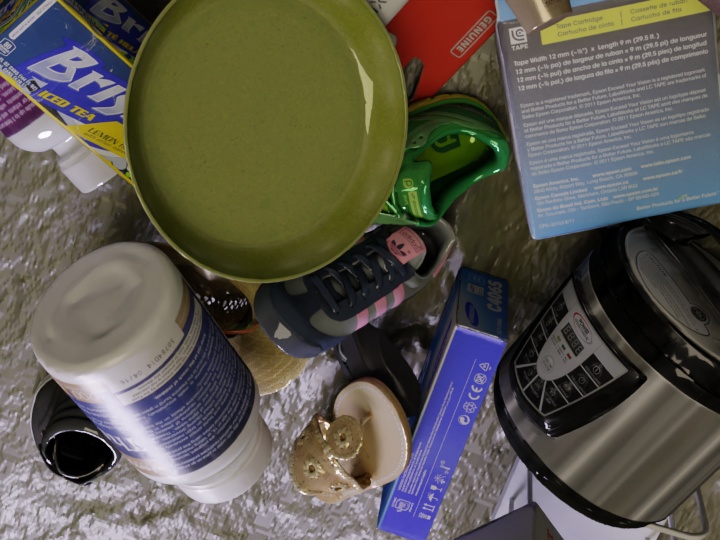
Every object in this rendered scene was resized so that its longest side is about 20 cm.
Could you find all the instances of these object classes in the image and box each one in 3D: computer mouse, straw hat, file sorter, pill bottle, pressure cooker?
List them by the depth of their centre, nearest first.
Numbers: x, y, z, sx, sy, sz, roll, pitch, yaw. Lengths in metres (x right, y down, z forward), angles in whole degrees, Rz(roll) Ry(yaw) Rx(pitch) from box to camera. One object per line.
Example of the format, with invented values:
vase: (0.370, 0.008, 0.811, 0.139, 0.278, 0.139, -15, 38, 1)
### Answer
pill bottle: (-0.228, -0.156, 0.863, 0.112, 0.113, 0.200, -31, 110, 20)
pill bottle: (-0.139, 0.082, 0.886, 0.110, 0.112, 0.201, -15, 137, 14)
pressure cooker: (0.212, 0.061, 0.892, 0.175, 0.179, 0.200, 37, 121, -1)
computer mouse: (-0.027, 0.037, 0.947, 0.200, 0.034, 0.059, 48, 155, 8)
straw hat: (-0.117, 0.008, 0.951, 0.199, 0.086, 0.202, 12, 145, 9)
file sorter: (0.182, 0.236, 1.017, 0.137, 0.125, 0.201, 17, 119, -2)

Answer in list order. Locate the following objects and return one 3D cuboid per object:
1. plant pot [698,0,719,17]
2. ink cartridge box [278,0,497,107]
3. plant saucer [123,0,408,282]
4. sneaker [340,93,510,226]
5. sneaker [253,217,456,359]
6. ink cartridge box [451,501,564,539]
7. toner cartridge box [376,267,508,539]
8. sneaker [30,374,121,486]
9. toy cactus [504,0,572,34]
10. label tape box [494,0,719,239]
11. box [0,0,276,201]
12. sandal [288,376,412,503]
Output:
plant pot: (0.277, -0.198, 0.731, 0.198, 0.187, 0.188, 14, 119, -9)
ink cartridge box: (-0.020, -0.144, 0.852, 0.173, 0.044, 0.200, 30, 122, -27)
plant saucer: (-0.060, -0.094, 0.783, 0.198, 0.031, 0.202, -7, 103, -30)
sneaker: (0.014, -0.066, 0.863, 0.199, 0.084, 0.075, -26, 123, -11)
sneaker: (0.000, 0.000, 0.875, 0.082, 0.200, 0.070, -39, 85, 31)
ink cartridge box: (0.141, 0.294, 0.899, 0.083, 0.146, 0.201, -29, 111, 24)
toner cartridge box: (0.064, 0.107, 0.979, 0.043, 0.095, 0.201, 17, 117, -3)
sneaker: (-0.235, 0.132, 0.997, 0.070, 0.100, 0.200, 31, 138, -16)
toy cactus: (0.088, -0.230, 0.753, 0.199, 0.102, 0.166, -25, 90, -25)
label tape box: (0.170, -0.135, 0.854, 0.142, 0.066, 0.202, -10, 113, 6)
box: (-0.143, -0.109, 0.799, 0.070, 0.065, 0.200, -33, 125, 23)
sandal: (-0.025, 0.154, 0.966, 0.078, 0.069, 0.212, 52, 152, 9)
